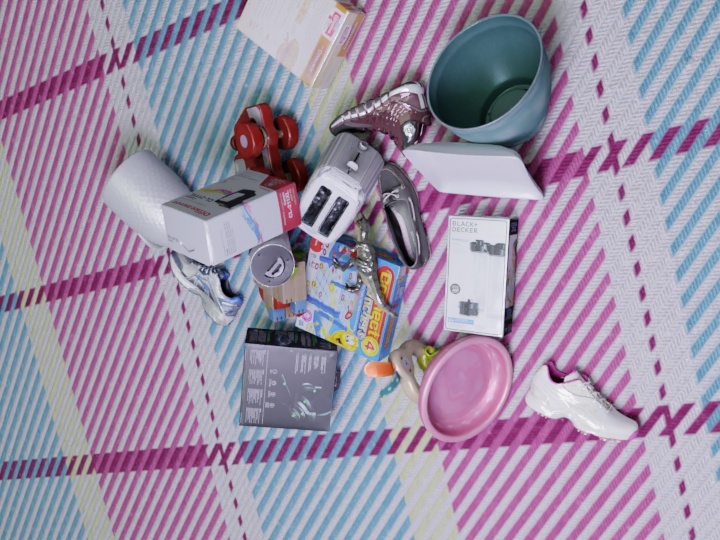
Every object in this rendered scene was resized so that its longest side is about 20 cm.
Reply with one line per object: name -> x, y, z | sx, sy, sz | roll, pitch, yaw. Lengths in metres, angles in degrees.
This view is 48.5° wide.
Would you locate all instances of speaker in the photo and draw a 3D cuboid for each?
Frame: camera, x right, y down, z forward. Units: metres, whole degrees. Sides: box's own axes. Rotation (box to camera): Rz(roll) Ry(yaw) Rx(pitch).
speaker -> -0.167, -0.046, 1.469 | 0.079, 0.201, 0.083 | -4, 115, -8

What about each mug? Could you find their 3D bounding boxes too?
mug -> -0.434, -0.123, 1.695 | 0.175, 0.148, 0.201 | 41, 138, 7

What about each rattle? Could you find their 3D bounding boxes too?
rattle -> 0.119, 0.170, 1.419 | 0.140, 0.199, 0.133 | -7, 71, 35

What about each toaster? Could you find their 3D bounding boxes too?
toaster -> -0.046, -0.142, 1.453 | 0.112, 0.130, 0.201 | 33, 132, -5

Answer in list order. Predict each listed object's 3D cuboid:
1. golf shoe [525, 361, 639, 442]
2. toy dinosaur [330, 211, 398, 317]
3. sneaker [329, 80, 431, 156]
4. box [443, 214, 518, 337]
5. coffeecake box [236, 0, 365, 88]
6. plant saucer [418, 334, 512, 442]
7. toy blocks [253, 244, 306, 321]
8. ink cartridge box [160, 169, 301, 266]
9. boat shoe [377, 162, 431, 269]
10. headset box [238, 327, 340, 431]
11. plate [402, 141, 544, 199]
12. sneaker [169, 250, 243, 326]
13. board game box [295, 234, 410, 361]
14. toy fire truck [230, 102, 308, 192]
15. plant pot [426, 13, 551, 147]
golf shoe -> 0.382, 0.224, 1.367 | 0.196, 0.075, 0.094 | 19, 107, 22
toy dinosaur -> 0.000, 0.000, 1.471 | 0.086, 0.047, 0.204 | -15, 95, 22
sneaker -> 0.040, -0.251, 1.439 | 0.197, 0.075, 0.118 | -20, 95, 30
box -> 0.209, 0.006, 1.400 | 0.114, 0.060, 0.205 | 6, 97, 27
coffeecake box -> -0.111, -0.458, 1.470 | 0.199, 0.073, 0.155 | 40, 117, 15
plant saucer -> 0.180, 0.203, 1.421 | 0.051, 0.197, 0.205 | 34, 120, 53
toy blocks -> -0.160, 0.033, 1.575 | 0.199, 0.098, 0.140 | 28, 123, 56
ink cartridge box -> -0.224, -0.097, 1.395 | 0.144, 0.198, 0.085 | 19, 126, 41
boat shoe -> 0.076, -0.099, 1.463 | 0.066, 0.057, 0.204 | -19, 92, 30
headset box -> -0.137, 0.216, 1.591 | 0.195, 0.093, 0.178 | 4, 106, -5
plate -> 0.191, -0.167, 1.319 | 0.196, 0.199, 0.033 | 7, 78, 26
sneaker -> -0.322, 0.017, 1.708 | 0.085, 0.077, 0.200 | -44, 87, 19
board game box -> -0.017, 0.046, 1.549 | 0.193, 0.056, 0.204 | 21, 111, 23
toy fire truck -> -0.201, -0.217, 1.566 | 0.166, 0.111, 0.205 | 0, 105, 50
plant pot -> 0.222, -0.280, 1.275 | 0.197, 0.134, 0.204 | -17, 58, 30
